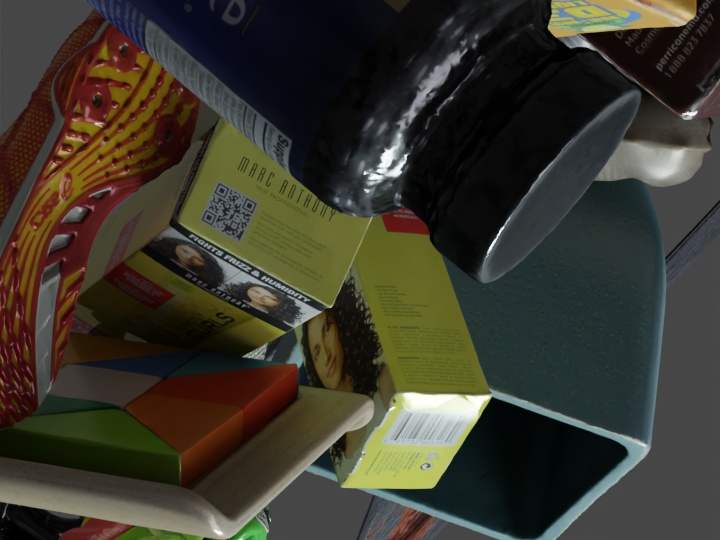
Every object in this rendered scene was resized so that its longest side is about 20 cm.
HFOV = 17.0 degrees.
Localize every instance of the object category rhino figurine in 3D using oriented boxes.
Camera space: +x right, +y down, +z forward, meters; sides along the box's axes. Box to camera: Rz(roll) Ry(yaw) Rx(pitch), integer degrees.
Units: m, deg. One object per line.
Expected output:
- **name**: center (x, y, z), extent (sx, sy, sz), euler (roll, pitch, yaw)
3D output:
- **rhino figurine**: center (0.096, -0.084, 1.297), extent (0.087, 0.200, 0.060), euler (-99, -163, -72)

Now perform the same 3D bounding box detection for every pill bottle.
- **pill bottle**: center (-0.007, -0.090, 0.827), extent (0.112, 0.200, 0.112), euler (-47, 167, -14)

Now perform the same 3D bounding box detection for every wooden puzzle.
- **wooden puzzle**: center (-0.108, 0.057, 0.967), extent (0.200, 0.185, 0.037), euler (-26, 121, -70)

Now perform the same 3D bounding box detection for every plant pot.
- **plant pot**: center (0.065, 0.014, 1.384), extent (0.196, 0.196, 0.200), euler (122, -14, -62)

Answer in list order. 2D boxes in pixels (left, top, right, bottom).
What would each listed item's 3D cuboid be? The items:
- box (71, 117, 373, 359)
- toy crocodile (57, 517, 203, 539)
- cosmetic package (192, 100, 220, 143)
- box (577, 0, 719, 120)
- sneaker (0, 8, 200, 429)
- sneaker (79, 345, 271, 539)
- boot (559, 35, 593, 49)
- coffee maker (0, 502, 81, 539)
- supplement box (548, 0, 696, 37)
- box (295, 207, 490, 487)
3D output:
- **box**: center (-0.067, -0.002, 1.006), extent (0.050, 0.075, 0.200), euler (-66, -165, -20)
- **toy crocodile**: center (-0.128, 0.146, 0.984), extent (0.200, 0.062, 0.068), euler (-44, -163, -28)
- **cosmetic package**: center (-0.005, -0.139, 0.990), extent (0.104, 0.073, 0.200), euler (-33, 159, -52)
- **box**: center (0.176, -0.192, 1.253), extent (0.166, 0.164, 0.200), euler (-54, 167, 16)
- **sneaker**: center (-0.126, -0.033, 0.917), extent (0.200, 0.077, 0.073), euler (-59, 136, -20)
- **sneaker**: center (-0.071, 0.098, 1.112), extent (0.078, 0.085, 0.200), euler (47, 51, -54)
- **boot**: center (0.155, -0.139, 1.535), extent (0.096, 0.074, 0.200), euler (-42, 166, -4)
- **coffee maker**: center (-0.213, 0.171, 1.090), extent (0.200, 0.135, 0.192), euler (-9, 113, -73)
- **supplement box**: center (0.086, -0.192, 0.900), extent (0.069, 0.067, 0.200), euler (8, 81, -55)
- **box**: center (0.000, 0.000, 1.119), extent (0.050, 0.200, 0.075), euler (4, 137, -25)
